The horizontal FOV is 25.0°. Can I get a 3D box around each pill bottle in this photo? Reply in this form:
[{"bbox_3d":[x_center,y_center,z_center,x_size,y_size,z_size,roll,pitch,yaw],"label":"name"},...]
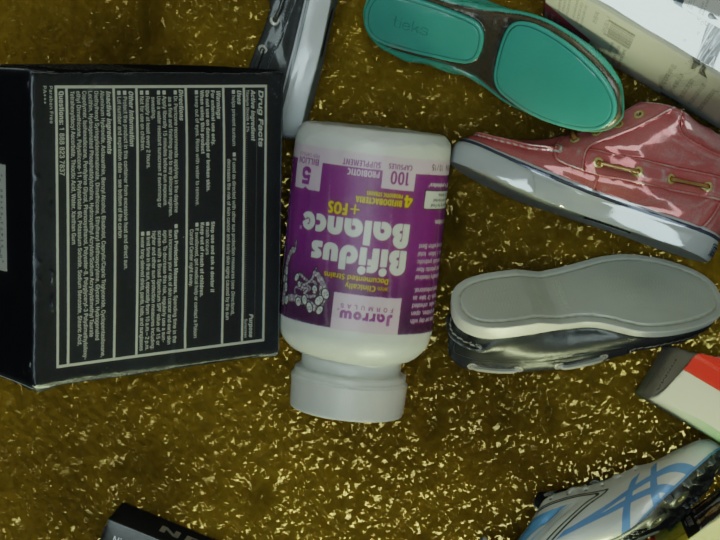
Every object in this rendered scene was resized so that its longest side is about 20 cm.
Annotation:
[{"bbox_3d":[0.000,0.000,1.141,0.111,0.112,0.202,6,96,4],"label":"pill bottle"}]

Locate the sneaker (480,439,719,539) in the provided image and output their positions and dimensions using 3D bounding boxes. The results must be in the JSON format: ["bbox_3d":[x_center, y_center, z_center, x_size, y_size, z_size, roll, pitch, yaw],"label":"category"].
[{"bbox_3d":[0.171,0.174,1.166,0.199,0.072,0.073,-35,66,12],"label":"sneaker"}]

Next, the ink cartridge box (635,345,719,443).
[{"bbox_3d":[0.277,0.111,1.087,0.160,0.200,0.050,30,92,1],"label":"ink cartridge box"}]

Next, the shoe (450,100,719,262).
[{"bbox_3d":[0.168,-0.081,1.145,0.198,0.071,0.092,19,88,3],"label":"shoe"}]

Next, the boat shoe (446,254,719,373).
[{"bbox_3d":[0.158,0.038,1.159,0.198,0.074,0.061,-6,137,-11],"label":"boat shoe"}]

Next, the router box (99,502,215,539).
[{"bbox_3d":[-0.119,0.286,1.211,0.198,0.052,0.159,21,97,2],"label":"router box"}]

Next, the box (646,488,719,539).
[{"bbox_3d":[0.209,0.230,1.170,0.199,0.075,0.050,-38,90,8],"label":"box"}]

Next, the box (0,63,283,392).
[{"bbox_3d":[-0.163,-0.037,1.097,0.197,0.123,0.202,-5,100,-39],"label":"box"}]

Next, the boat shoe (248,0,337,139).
[{"bbox_3d":[-0.049,-0.197,1.151,0.066,0.070,0.202,14,105,2],"label":"boat shoe"}]

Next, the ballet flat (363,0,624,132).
[{"bbox_3d":[0.099,-0.159,1.133,0.198,0.070,0.068,24,119,13],"label":"ballet flat"}]

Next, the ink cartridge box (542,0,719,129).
[{"bbox_3d":[0.227,-0.162,1.080,0.199,0.146,0.085,33,90,5],"label":"ink cartridge box"}]
